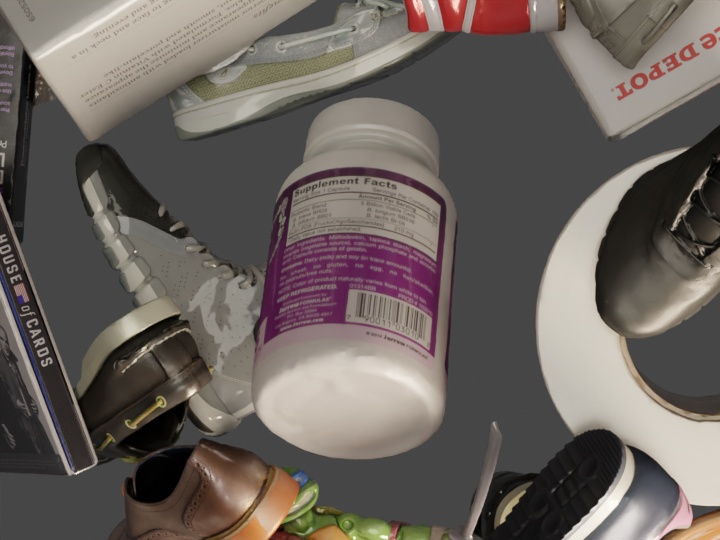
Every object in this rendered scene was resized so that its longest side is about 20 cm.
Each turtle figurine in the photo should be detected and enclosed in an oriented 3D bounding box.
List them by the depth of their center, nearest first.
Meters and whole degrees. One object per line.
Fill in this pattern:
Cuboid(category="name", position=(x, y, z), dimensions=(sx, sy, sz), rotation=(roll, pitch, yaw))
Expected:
Cuboid(category="turtle figurine", position=(0.007, 0.211, 1.099), dimensions=(0.200, 0.144, 0.194), rotation=(-13, 109, 43))

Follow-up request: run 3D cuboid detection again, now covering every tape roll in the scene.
Cuboid(category="tape roll", position=(0.203, 0.030, 1.090), dimensions=(0.202, 0.139, 0.203), rotation=(0, 90, 6))

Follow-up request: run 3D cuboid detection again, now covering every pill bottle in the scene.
Cuboid(category="pill bottle", position=(0.000, 0.000, 1.092), dimensions=(0.112, 0.112, 0.200), rotation=(1, 54, 6))

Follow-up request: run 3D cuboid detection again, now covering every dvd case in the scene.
Cuboid(category="dvd case", position=(-0.232, 0.027, 1.122), dimensions=(0.025, 0.150, 0.200), rotation=(-23, 99, -32))

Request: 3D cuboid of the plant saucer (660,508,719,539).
Cuboid(category="plant saucer", position=(0.238, 0.223, 1.051), dimensions=(0.200, 0.037, 0.201), rotation=(3, 103, 14))

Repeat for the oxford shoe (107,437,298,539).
Cuboid(category="oxford shoe", position=(-0.112, 0.138, 1.113), dimensions=(0.073, 0.200, 0.071), rotation=(39, 54, -14))

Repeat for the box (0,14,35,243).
Cuboid(category="box", position=(-0.282, -0.121, 1.197), dimensions=(0.143, 0.036, 0.200), rotation=(4, 92, 7))

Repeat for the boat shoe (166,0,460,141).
Cuboid(category="boat shoe", position=(-0.029, -0.139, 1.150), dimensions=(0.202, 0.074, 0.065), rotation=(-19, 93, 13))

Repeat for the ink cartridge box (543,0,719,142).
Cuboid(category="ink cartridge box", position=(0.164, -0.196, 1.120), dimensions=(0.145, 0.084, 0.200), rotation=(-30, 87, 6))

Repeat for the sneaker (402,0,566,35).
Cuboid(category="sneaker", position=(0.054, -0.232, 1.057), dimensions=(0.112, 0.071, 0.200), rotation=(-5, 92, 6))

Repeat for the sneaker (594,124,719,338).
Cuboid(category="sneaker", position=(0.195, -0.046, 0.976), dimensions=(0.076, 0.091, 0.200), rotation=(40, 96, 3))

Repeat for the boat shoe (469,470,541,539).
Cuboid(category="boat shoe", position=(0.124, 0.216, 1.142), dimensions=(0.074, 0.063, 0.202), rotation=(-24, 102, -14))

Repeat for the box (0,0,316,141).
Cuboid(category="box", position=(-0.139, -0.222, 1.096), dimensions=(0.199, 0.131, 0.200), rotation=(-33, 71, -4))

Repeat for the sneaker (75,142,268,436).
Cuboid(category="sneaker", position=(-0.090, -0.006, 1.164), dimensions=(0.115, 0.075, 0.200), rotation=(-26, 98, 1))

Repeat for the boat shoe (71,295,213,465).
Cuboid(category="boat shoe", position=(-0.136, 0.083, 1.106), dimensions=(0.072, 0.201, 0.061), rotation=(-31, 78, -26))

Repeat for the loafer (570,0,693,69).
Cuboid(category="loafer", position=(0.212, -0.190, 1.042), dimensions=(0.200, 0.070, 0.070), rotation=(-35, 92, 10))

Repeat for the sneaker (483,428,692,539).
Cuboid(category="sneaker", position=(0.100, 0.177, 1.022), dimensions=(0.082, 0.070, 0.200), rotation=(31, 116, -29))
